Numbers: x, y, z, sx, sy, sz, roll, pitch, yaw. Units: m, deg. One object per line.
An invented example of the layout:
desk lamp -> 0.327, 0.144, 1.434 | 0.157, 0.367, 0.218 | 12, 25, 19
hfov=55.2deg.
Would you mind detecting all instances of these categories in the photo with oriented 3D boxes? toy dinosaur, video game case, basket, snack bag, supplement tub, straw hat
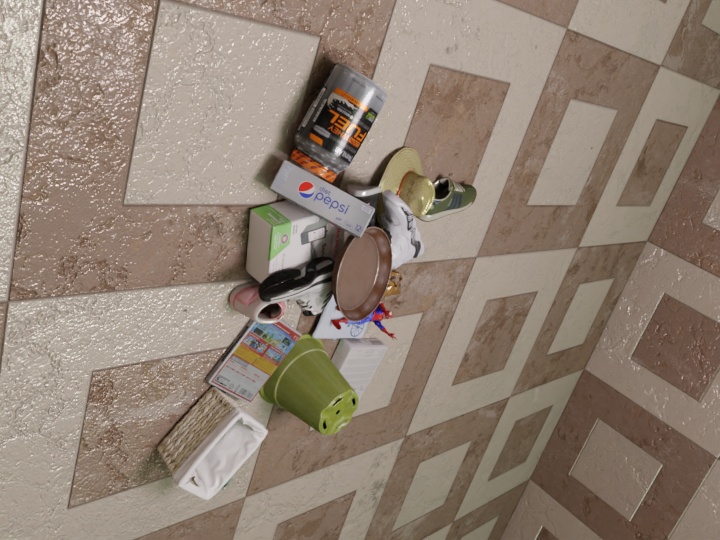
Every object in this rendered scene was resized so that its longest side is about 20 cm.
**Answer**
toy dinosaur -> 0.056, 0.042, 1.704 | 0.199, 0.060, 0.107 | -3, 120, -48
video game case -> -0.236, 0.192, 1.543 | 0.201, 0.017, 0.143 | -52, 135, -3
basket -> -0.328, 0.375, 1.510 | 0.200, 0.123, 0.136 | -48, 143, -10
snack bag -> -0.028, 0.090, 1.713 | 0.199, 0.021, 0.190 | 4, 114, -50
supplement tub -> -0.045, -0.279, 1.316 | 0.122, 0.122, 0.202 | 20, 102, -53
straw hat -> 0.124, -0.174, 1.585 | 0.200, 0.084, 0.203 | -31, 130, -45

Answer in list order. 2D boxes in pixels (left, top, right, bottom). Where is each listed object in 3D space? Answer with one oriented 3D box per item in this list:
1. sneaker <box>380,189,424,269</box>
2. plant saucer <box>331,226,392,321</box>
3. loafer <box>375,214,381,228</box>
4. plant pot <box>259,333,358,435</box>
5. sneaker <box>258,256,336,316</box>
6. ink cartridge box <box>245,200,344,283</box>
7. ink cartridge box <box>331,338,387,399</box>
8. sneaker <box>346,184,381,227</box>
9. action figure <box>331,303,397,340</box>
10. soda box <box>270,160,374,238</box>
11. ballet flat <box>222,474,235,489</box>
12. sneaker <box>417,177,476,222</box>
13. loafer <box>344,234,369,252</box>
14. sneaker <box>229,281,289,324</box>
sneaker -> 0.067, -0.078, 1.527 | 0.115, 0.075, 0.201 | -38, 135, -10
plant saucer -> -0.001, 0.005, 1.439 | 0.200, 0.034, 0.203 | -30, 127, -49
loafer -> 0.028, -0.050, 1.613 | 0.075, 0.068, 0.202 | -25, 126, -34
plant pot -> -0.108, 0.287, 1.634 | 0.199, 0.189, 0.202 | -28, 137, -30
sneaker -> -0.120, 0.056, 1.386 | 0.199, 0.075, 0.117 | -22, 129, -41
ink cartridge box -> -0.129, -0.067, 1.419 | 0.199, 0.084, 0.147 | -20, 133, -39
ink cartridge box -> -0.028, 0.276, 1.843 | 0.160, 0.050, 0.202 | 7, 117, -51
sneaker -> 0.006, -0.129, 1.451 | 0.200, 0.070, 0.101 | -55, 150, -84
action figure -> 0.031, 0.126, 1.713 | 0.199, 0.099, 0.066 | -3, 121, -51
soda box -> -0.072, -0.136, 1.332 | 0.064, 0.198, 0.068 | -62, -179, -1
ballet flat -> -0.305, 0.430, 1.643 | 0.201, 0.075, 0.064 | -61, 174, 15
sneaker -> 0.225, -0.195, 1.732 | 0.199, 0.067, 0.091 | -25, 140, -30
loafer -> 0.000, 0.000, 1.533 | 0.070, 0.069, 0.201 | -49, 142, -25
sneaker -> -0.168, 0.056, 1.458 | 0.199, 0.104, 0.076 | -21, 130, -38
